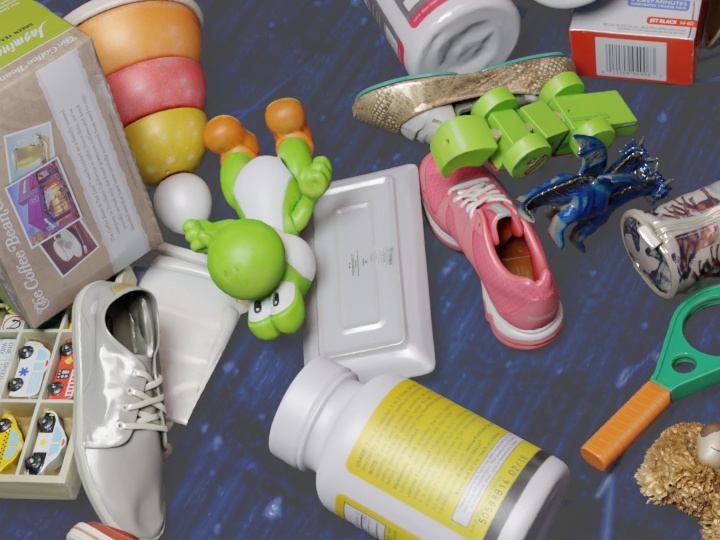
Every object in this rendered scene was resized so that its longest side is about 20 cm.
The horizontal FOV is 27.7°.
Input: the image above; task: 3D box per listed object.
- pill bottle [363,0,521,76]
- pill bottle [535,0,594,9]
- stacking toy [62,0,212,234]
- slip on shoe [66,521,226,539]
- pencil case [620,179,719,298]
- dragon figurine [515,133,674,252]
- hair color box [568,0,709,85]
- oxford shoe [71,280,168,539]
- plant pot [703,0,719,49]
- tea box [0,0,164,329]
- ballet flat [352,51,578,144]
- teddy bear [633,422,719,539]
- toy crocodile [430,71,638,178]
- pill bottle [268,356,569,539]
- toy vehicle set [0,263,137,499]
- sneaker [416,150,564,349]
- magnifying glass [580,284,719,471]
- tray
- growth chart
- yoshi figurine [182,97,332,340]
[{"bbox_3d":[0.053,-0.264,1.304,0.110,0.111,0.201,-21,58,-11],"label":"pill bottle"},{"bbox_3d":[0.156,-0.305,1.288,0.111,0.113,0.200,-14,24,-7],"label":"pill bottle"},{"bbox_3d":[-0.174,-0.123,1.226,0.145,0.146,0.201,-19,73,-10],"label":"stacking toy"},{"bbox_3d":[-0.111,0.217,1.020,0.199,0.074,0.061,18,50,8],"label":"slip on shoe"},{"bbox_3d":[0.306,-0.043,1.162,0.199,0.090,0.078,-21,59,-10],"label":"pencil case"},{"bbox_3d":[0.181,-0.069,1.153,0.100,0.200,0.059,-48,64,17],"label":"dragon figurine"},{"bbox_3d":[0.261,-0.266,1.320,0.110,0.064,0.201,7,56,16],"label":"hair color box"},{"bbox_3d":[-0.170,0.100,1.067,0.057,0.075,0.202,-19,72,33],"label":"oxford shoe"},{"bbox_3d":[0.420,-0.265,1.253,0.197,0.201,0.201,15,58,3],"label":"plant pot"},{"bbox_3d":[-0.278,-0.099,1.127,0.133,0.201,0.196,-35,46,-22],"label":"tea box"},{"bbox_3d":[0.094,-0.138,1.249,0.198,0.071,0.066,-12,71,-2],"label":"ballet flat"},{"bbox_3d":[0.294,0.172,1.033,0.144,0.067,0.200,-26,60,-17],"label":"teddy bear"},{"bbox_3d":[0.146,-0.112,1.190,0.199,0.062,0.068,-16,61,-35],"label":"toy crocodile"},{"bbox_3d":[0.038,0.141,1.037,0.199,0.112,0.112,27,61,18],"label":"pill bottle"},{"bbox_3d":[-0.254,0.080,1.120,0.123,0.027,0.201,-2,53,14],"label":"toy vehicle set"},{"bbox_3d":[0.108,-0.037,1.167,0.073,0.087,0.201,-22,58,-12],"label":"sneaker"},{"bbox_3d":[0.243,0.080,1.115,0.200,0.022,0.079,-39,47,-22],"label":"magnifying glass"},{"bbox_3d":[0.000,0.000,1.170,0.107,0.022,0.201,-11,56,11],"label":"tray"},{"bbox_3d":[-0.169,0.057,1.157,0.144,0.018,0.201,21,60,16],"label":"growth chart"},{"bbox_3d":[-0.080,-0.047,1.144,0.111,0.113,0.201,9,54,-23],"label":"yoshi figurine"}]
